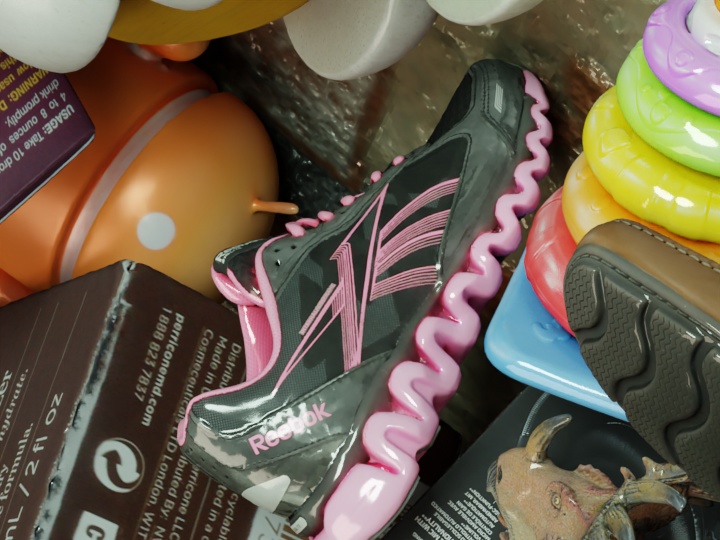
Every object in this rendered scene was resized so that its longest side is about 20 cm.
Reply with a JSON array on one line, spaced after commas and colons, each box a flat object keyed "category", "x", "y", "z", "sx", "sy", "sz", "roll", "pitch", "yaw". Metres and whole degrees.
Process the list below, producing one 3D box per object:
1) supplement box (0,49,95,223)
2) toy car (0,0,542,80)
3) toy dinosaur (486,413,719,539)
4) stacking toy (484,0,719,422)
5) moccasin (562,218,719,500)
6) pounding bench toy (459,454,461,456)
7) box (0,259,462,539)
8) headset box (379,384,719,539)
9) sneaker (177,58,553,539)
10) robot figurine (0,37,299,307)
[{"category": "supplement box", "x": -0.210, "y": -0.099, "z": 0.968, "sx": 0.131, "sy": 0.103, "sz": 0.200, "roll": -8, "pitch": 118, "yaw": 45}, {"category": "toy car", "x": -0.032, "y": -0.147, "z": 0.880, "sx": 0.200, "sy": 0.175, "sz": 0.151, "roll": -16, "pitch": 77, "yaw": 56}, {"category": "toy dinosaur", "x": 0.141, "y": 0.109, "z": 0.865, "sx": 0.199, "sy": 0.086, "sz": 0.136, "roll": -7, "pitch": 99, "yaw": 9}, {"category": "stacking toy", "x": 0.117, "y": -0.051, "z": 0.852, "sx": 0.109, "sy": 0.116, "sz": 0.201, "roll": 17, "pitch": 126, "yaw": 9}, {"category": "moccasin", "x": 0.154, "y": 0.039, "z": 0.798, "sx": 0.201, "sy": 0.078, "sz": 0.074, "roll": 25, "pitch": 142, "yaw": 17}, {"category": "pounding bench toy", "x": 0.045, "y": 0.178, "z": 1.085, "sx": 0.124, "sy": 0.200, "sz": 0.156, "roll": 55, "pitch": 147, "yaw": -14}, {"category": "box", "x": -0.095, "y": 0.116, "z": 1.065, "sx": 0.164, "sy": 0.166, "sz": 0.200, "roll": 28, "pitch": 156, "yaw": -26}, {"category": "headset box", "x": 0.084, "y": 0.122, "z": 0.963, "sx": 0.149, "sy": 0.200, "sz": 0.077, "roll": 43, "pitch": 167, "yaw": 5}, {"category": "sneaker", "x": 0.000, "y": 0.000, "z": 0.932, "sx": 0.095, "sy": 0.200, "sz": 0.079, "roll": 25, "pitch": 154, "yaw": 1}, {"category": "robot figurine", "x": -0.116, "y": -0.050, "z": 1.101, "sx": 0.200, "sy": 0.144, "sz": 0.117, "roll": 34, "pitch": 171, "yaw": 14}]
